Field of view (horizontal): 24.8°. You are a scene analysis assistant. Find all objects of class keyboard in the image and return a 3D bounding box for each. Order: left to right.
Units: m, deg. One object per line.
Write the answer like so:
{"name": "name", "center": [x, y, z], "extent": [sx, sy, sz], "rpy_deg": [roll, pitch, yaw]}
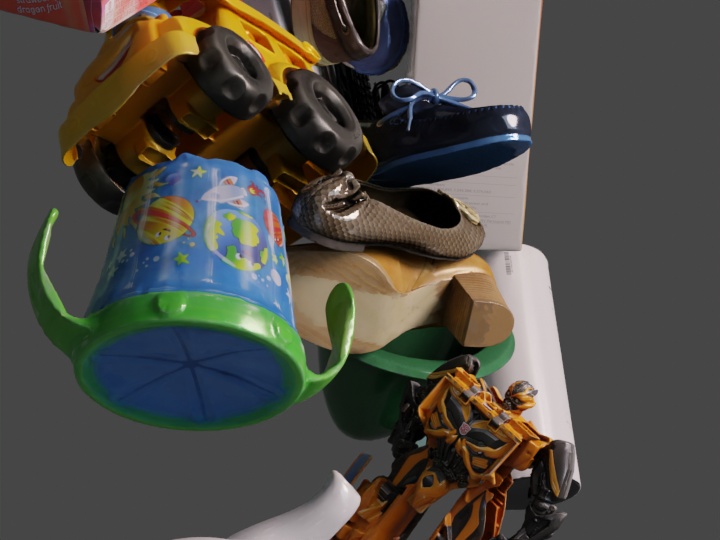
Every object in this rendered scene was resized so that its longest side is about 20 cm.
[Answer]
{"name": "keyboard", "center": [0.010, -0.138, 1.332], "extent": [0.104, 0.039, 0.201], "rpy_deg": [47, 32, -69]}

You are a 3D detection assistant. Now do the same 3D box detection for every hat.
{"name": "hat", "center": [0.008, 0.109, 1.196], "extent": [0.200, 0.165, 0.177], "rpy_deg": [-35, 144, -59]}

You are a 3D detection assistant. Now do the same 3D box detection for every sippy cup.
{"name": "sippy cup", "center": [-0.098, 0.008, 0.973], "extent": [0.178, 0.139, 0.131], "rpy_deg": [43, 38, -48]}

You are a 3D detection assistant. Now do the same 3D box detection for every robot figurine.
{"name": "robot figurine", "center": [0.046, 0.152, 1.045], "extent": [0.145, 0.200, 0.058], "rpy_deg": [41, 11, 34]}

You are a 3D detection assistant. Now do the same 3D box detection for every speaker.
{"name": "speaker", "center": [0.122, 0.084, 1.287], "extent": [0.081, 0.081, 0.201], "rpy_deg": [29, 48, -49]}

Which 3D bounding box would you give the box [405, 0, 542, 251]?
{"name": "box", "center": [0.083, -0.127, 1.295], "extent": [0.124, 0.097, 0.201], "rpy_deg": [-90, -177, -76]}

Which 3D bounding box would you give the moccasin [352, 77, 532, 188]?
{"name": "moccasin", "center": [0.030, -0.096, 1.113], "extent": [0.080, 0.199, 0.069], "rpy_deg": [7, 79, -45]}

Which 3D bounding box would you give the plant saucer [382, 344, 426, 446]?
{"name": "plant saucer", "center": [0.061, 0.067, 1.315], "extent": [0.200, 0.036, 0.201], "rpy_deg": [37, 42, -43]}

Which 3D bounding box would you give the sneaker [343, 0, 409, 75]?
{"name": "sneaker", "center": [-0.030, -0.242, 1.258], "extent": [0.201, 0.075, 0.088], "rpy_deg": [65, 15, 13]}

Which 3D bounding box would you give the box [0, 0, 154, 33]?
{"name": "box", "center": [-0.155, -0.229, 1.016], "extent": [0.200, 0.102, 0.095], "rpy_deg": [-49, 151, -56]}

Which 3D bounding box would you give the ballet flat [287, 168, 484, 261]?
{"name": "ballet flat", "center": [0.026, -0.041, 1.087], "extent": [0.067, 0.047, 0.200], "rpy_deg": [33, 18, 33]}

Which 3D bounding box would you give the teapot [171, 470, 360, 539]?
{"name": "teapot", "center": [-0.063, 0.233, 0.881], "extent": [0.197, 0.146, 0.201], "rpy_deg": [-11, 82, -60]}

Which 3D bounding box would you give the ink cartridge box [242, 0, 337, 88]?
{"name": "ink cartridge box", "center": [-0.061, -0.180, 1.266], "extent": [0.174, 0.043, 0.201], "rpy_deg": [36, 38, -76]}

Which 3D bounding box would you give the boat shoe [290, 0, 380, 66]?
{"name": "boat shoe", "center": [-0.013, -0.250, 1.181], "extent": [0.073, 0.065, 0.201], "rpy_deg": [-20, 109, -52]}

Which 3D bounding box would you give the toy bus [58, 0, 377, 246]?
{"name": "toy bus", "center": [-0.106, -0.128, 1.079], "extent": [0.200, 0.135, 0.193], "rpy_deg": [26, 37, -48]}

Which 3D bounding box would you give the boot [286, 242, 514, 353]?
{"name": "boot", "center": [0.001, -0.001, 1.139], "extent": [0.200, 0.071, 0.144], "rpy_deg": [10, 20, -23]}
